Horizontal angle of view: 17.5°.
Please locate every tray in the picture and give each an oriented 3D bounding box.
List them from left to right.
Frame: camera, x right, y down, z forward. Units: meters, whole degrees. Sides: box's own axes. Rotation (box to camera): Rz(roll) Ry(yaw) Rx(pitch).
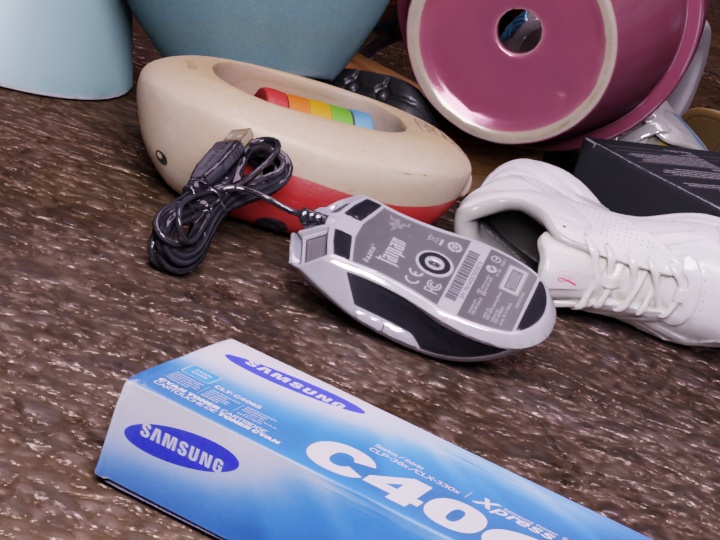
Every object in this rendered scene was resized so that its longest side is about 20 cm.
[{"bbox_3d":[0.017,-0.107,1.565,0.199,0.037,0.098,30,19,35],"label":"tray"}]

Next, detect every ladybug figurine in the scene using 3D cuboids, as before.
[{"bbox_3d":[-0.033,-0.062,1.288,0.199,0.072,0.136,14,16,-16],"label":"ladybug figurine"}]

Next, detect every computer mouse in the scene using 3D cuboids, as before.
[{"bbox_3d":[0.000,0.000,1.162,0.199,0.044,0.110,25,37,7],"label":"computer mouse"}]

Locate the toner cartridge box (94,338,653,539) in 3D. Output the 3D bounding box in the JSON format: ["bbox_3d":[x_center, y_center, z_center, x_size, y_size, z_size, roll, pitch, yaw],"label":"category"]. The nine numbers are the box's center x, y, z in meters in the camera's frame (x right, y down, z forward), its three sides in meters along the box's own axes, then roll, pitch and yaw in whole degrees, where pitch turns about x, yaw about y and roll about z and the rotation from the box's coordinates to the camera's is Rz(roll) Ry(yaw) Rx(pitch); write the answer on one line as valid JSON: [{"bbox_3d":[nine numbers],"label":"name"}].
[{"bbox_3d":[0.009,0.091,0.884,0.199,0.043,0.095,24,15,17],"label":"toner cartridge box"}]

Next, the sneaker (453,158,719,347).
[{"bbox_3d":[0.138,0.003,1.302,0.199,0.078,0.099,18,22,24],"label":"sneaker"}]

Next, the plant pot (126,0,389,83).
[{"bbox_3d":[-0.060,-0.180,1.376,0.198,0.136,0.200,1,0,0],"label":"plant pot"}]

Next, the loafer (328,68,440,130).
[{"bbox_3d":[-0.035,-0.103,1.459,0.200,0.068,0.070,22,-21,33],"label":"loafer"}]

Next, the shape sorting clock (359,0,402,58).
[{"bbox_3d":[0.037,-0.206,1.670,0.200,0.200,0.039,-8,67,-58],"label":"shape sorting clock"}]

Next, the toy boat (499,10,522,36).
[{"bbox_3d":[0.117,-0.148,1.686,0.131,0.130,0.200,56,-9,-4],"label":"toy boat"}]

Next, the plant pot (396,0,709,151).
[{"bbox_3d":[0.108,-0.160,1.434,0.199,0.201,0.179,22,21,8],"label":"plant pot"}]

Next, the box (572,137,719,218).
[{"bbox_3d":[0.237,-0.017,1.449,0.199,0.079,0.141,3,19,-46],"label":"box"}]

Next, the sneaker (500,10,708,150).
[{"bbox_3d":[0.175,-0.103,1.569,0.200,0.077,0.081,39,11,-22],"label":"sneaker"}]

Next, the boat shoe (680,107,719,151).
[{"bbox_3d":[0.300,-0.047,1.648,0.066,0.074,0.200,6,30,-48],"label":"boat shoe"}]

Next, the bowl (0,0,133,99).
[{"bbox_3d":[-0.222,-0.190,1.435,0.199,0.106,0.201,17,17,-5],"label":"bowl"}]

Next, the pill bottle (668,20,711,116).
[{"bbox_3d":[0.169,-0.184,1.859,0.199,0.113,0.112,25,17,19],"label":"pill bottle"}]
